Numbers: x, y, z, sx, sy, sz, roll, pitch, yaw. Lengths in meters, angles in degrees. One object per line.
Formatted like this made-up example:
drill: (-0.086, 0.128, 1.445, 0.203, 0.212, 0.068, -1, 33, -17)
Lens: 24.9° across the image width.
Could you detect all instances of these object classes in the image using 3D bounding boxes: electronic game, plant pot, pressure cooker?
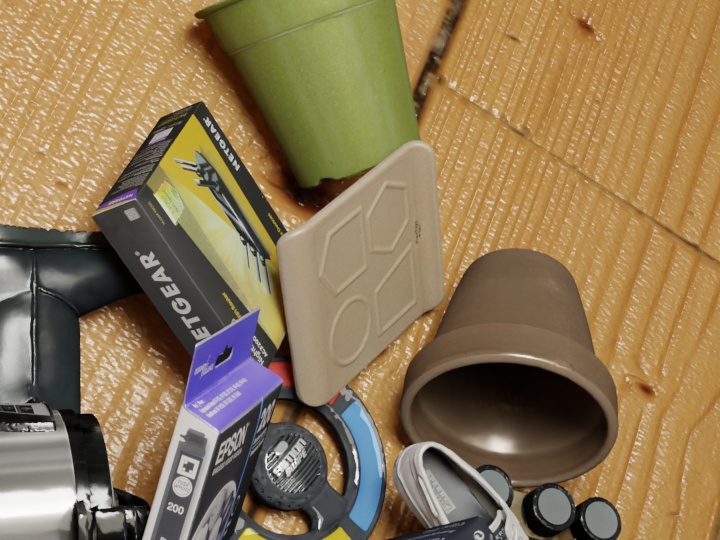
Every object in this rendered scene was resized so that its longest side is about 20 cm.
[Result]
electronic game: (-0.065, 0.175, 1.452, 0.199, 0.042, 0.201, 9, 70, -26)
plant pot: (-0.029, -0.184, 1.522, 0.200, 0.200, 0.191, -25, 100, -33)
plant pot: (0.146, 0.078, 1.531, 0.200, 0.200, 0.175, 28, 46, -18)
pressure cooker: (-0.262, 0.194, 1.250, 0.199, 0.179, 0.176, -2, 43, -18)

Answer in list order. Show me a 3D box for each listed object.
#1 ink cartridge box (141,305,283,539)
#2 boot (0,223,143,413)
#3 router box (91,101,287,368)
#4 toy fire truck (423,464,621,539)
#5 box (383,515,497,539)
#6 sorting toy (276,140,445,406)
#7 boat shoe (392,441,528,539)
ink cartridge box: (-0.113, 0.140, 1.278, 0.043, 0.198, 0.201, 17, 101, 8)
boot: (-0.245, 0.053, 1.373, 0.199, 0.076, 0.169, 4, 76, -33)
router box: (-0.130, -0.021, 1.408, 0.200, 0.052, 0.157, 57, 33, -25)
toy fire truck: (0.135, 0.304, 1.488, 0.175, 0.129, 0.201, 18, 58, -18)
box: (0.016, 0.316, 1.357, 0.198, 0.200, 0.123, -35, 93, -33)
sorting toy: (0.000, 0.000, 1.474, 0.200, 0.036, 0.186, -36, 133, -38)
boat shoe: (0.104, 0.231, 1.403, 0.200, 0.065, 0.074, 46, 68, 0)
